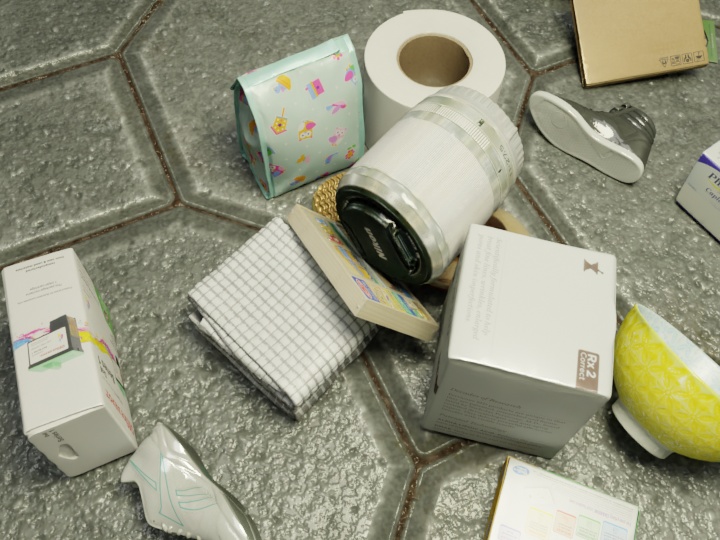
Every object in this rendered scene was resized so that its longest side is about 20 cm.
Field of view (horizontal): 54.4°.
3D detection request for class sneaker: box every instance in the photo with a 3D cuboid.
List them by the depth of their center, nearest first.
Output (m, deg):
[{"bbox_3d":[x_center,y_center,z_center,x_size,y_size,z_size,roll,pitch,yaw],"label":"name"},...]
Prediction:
[{"bbox_3d":[-0.179,0.257,0.751,0.199,0.071,0.080,38,74,26],"label":"sneaker"},{"bbox_3d":[0.030,-0.105,0.965,0.196,0.090,0.076,-17,81,-2],"label":"sneaker"},{"bbox_3d":[0.351,-0.221,1.052,0.199,0.071,0.099,37,62,12],"label":"sneaker"}]

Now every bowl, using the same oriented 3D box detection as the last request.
[{"bbox_3d":[0.350,0.145,0.790,0.108,0.199,0.201,-50,65,19],"label":"bowl"}]

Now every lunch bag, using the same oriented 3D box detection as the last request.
[{"bbox_3d":[-0.084,-0.218,0.958,0.168,0.201,0.123,-25,62,-15],"label":"lunch bag"}]

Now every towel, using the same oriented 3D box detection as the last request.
[{"bbox_3d":[-0.094,0.058,0.860,0.199,0.086,0.166,38,67,18],"label":"towel"}]

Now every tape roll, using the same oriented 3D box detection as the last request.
[{"bbox_3d":[0.101,-0.256,1.021,0.198,0.140,0.206,0,58,-1],"label":"tape roll"}]

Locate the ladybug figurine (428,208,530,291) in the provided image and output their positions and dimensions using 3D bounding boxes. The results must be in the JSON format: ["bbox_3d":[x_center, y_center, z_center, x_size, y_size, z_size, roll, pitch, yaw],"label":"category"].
[{"bbox_3d":[0.127,-0.028,0.922,0.196,0.072,0.138,14,61,8],"label":"ladybug figurine"}]

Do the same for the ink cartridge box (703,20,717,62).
[{"bbox_3d":[0.510,-0.420,1.178,0.196,0.060,0.106,10,59,4],"label":"ink cartridge box"}]

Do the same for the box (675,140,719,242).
[{"bbox_3d":[0.580,-0.111,0.967,0.198,0.106,0.185,-29,64,-19],"label":"box"}]

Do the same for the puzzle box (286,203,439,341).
[{"bbox_3d":[0.000,0.000,0.848,0.026,0.132,0.201,-53,45,16],"label":"puzzle box"}]

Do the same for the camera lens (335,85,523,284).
[{"bbox_3d":[0.079,-0.098,0.827,0.159,0.161,0.200,36,67,19],"label":"camera lens"}]

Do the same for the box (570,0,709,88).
[{"bbox_3d":[0.443,-0.391,1.121,0.196,0.021,0.167,-9,88,4],"label":"box"}]

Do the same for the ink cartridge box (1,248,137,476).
[{"bbox_3d":[-0.324,0.104,0.787,0.082,0.146,0.202,-17,60,-12],"label":"ink cartridge box"}]

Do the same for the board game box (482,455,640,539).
[{"bbox_3d":[0.197,0.319,0.732,0.150,0.041,0.202,19,60,10],"label":"board game box"}]

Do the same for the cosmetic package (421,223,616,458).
[{"bbox_3d":[0.170,0.085,0.779,0.161,0.201,0.167,12,58,4],"label":"cosmetic package"}]
